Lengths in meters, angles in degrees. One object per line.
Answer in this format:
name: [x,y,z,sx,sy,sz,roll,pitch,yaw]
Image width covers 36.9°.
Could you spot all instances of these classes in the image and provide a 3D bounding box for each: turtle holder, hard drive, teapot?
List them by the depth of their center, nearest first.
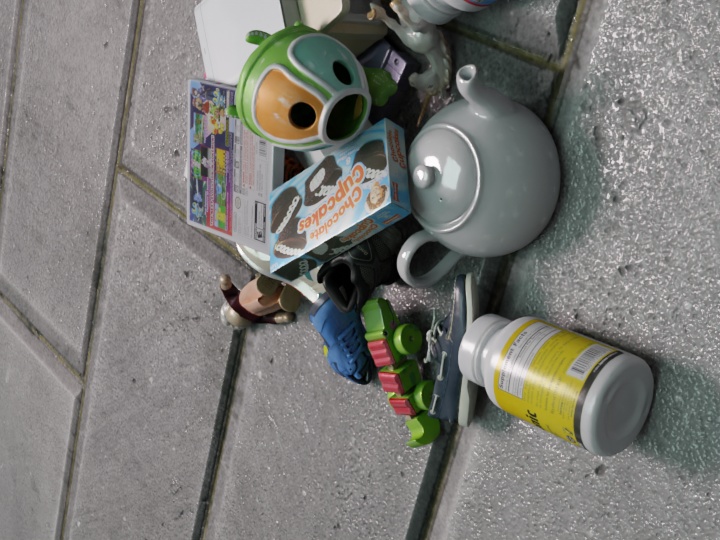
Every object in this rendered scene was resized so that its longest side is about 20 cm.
teapot: [0.116,-0.101,1.219,0.197,0.146,0.201,-23,78,47]
turtle holder: [-0.051,-0.198,1.244,0.132,0.185,0.141,33,97,31]
hard drive: [-0.145,-0.310,1.371,0.200,0.027,0.133,-19,81,52]

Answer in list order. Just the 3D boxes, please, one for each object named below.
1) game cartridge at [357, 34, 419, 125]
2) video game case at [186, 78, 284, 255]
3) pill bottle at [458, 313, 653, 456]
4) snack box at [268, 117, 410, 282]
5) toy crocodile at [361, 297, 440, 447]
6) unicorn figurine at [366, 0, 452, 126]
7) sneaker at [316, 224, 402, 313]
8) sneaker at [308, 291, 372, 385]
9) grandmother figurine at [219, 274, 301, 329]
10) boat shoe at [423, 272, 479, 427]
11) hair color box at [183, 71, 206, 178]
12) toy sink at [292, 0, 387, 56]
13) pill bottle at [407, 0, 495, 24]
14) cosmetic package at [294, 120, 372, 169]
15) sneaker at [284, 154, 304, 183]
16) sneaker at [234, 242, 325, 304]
game cartridge: [-0.013,-0.271,1.427,0.200,0.038,0.130,49,124,33]
video game case: [-0.164,-0.137,1.401,0.182,0.023,0.201,20,115,42]
pill bottle: [0.205,0.114,1.172,0.200,0.111,0.112,23,111,45]
snack box: [-0.028,-0.078,1.248,0.200,0.037,0.117,-29,51,36]
toy crocodile: [0.048,0.128,1.365,0.067,0.062,0.201,-7,108,48]
unicorn figurine: [0.059,-0.296,1.290,0.074,0.137,0.201,-12,66,39]
sneaker: [0.000,0.000,1.326,0.076,0.199,0.114,39,84,9]
sneaker: [-0.014,0.088,1.393,0.078,0.066,0.200,48,166,26]
grandmother figurine: [-0.158,0.047,1.580,0.121,0.061,0.200,43,152,-8]
boat shoe: [0.109,0.093,1.283,0.062,0.075,0.201,7,122,15]
hair color box: [-0.198,-0.214,1.620,0.100,0.060,0.201,36,121,40]
toy sink: [-0.047,-0.334,1.352,0.200,0.112,0.131,-29,73,51]
pill bottle: [0.138,-0.356,1.190,0.200,0.108,0.109,-28,74,47]
cosmetic package: [-0.029,-0.154,1.366,0.200,0.081,0.113,57,166,9]
sneaker: [-0.090,-0.143,1.508,0.200,0.077,0.112,51,126,17]
sneaker: [-0.073,-0.020,1.463,0.199,0.070,0.094,33,117,10]
